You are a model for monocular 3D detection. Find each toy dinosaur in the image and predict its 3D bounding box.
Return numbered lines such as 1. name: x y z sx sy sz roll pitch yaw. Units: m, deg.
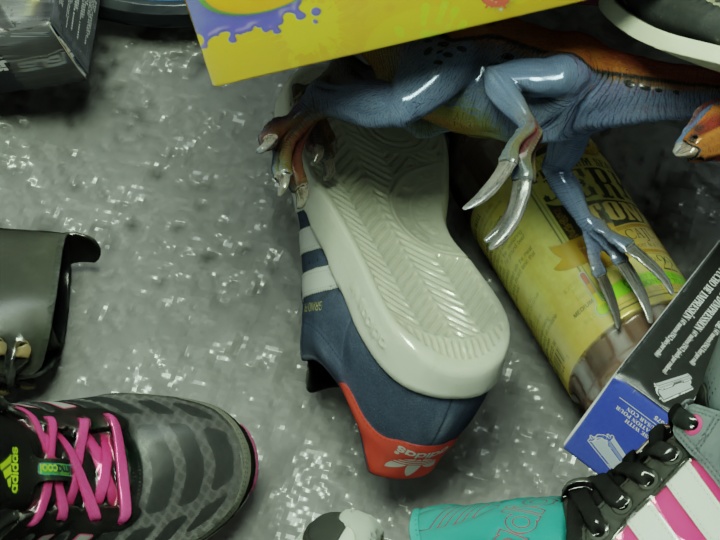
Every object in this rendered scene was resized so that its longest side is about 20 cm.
1. toy dinosaur: 0.055 -0.070 0.945 0.181 0.105 0.201 -17 88 16

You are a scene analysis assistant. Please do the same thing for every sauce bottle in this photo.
1. sauce bottle: 0.075 -0.025 1.060 0.065 0.065 0.200 -23 58 -12

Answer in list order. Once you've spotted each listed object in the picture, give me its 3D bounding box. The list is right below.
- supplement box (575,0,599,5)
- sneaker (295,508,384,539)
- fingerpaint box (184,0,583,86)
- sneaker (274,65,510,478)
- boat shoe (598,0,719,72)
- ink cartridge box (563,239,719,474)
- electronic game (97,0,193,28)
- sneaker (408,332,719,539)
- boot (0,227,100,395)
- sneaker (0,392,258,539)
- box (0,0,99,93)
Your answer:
1. supplement box: 0.075 -0.168 1.104 0.199 0.086 0.110 3 22 -6
2. sneaker: -0.064 0.157 0.936 0.087 0.076 0.200 23 59 19
3. fingerpaint box: 0.031 -0.160 0.946 0.199 0.074 0.167 -13 38 5
4. sneaker: 0.000 0.000 1.042 0.075 0.085 0.200 6 39 -18
5. boat shoe: 0.127 -0.118 0.960 0.072 0.068 0.200 14 21 -10
6. ink cartridge box: 0.159 0.031 0.968 0.094 0.044 0.200 37 40 7
7. electronic game: -0.078 -0.191 1.204 0.199 0.042 0.201 -2 54 3
8. sneaker: 0.078 0.080 0.849 0.120 0.084 0.201 13 84 9
9. boot: -0.188 0.050 1.027 0.138 0.078 0.201 7 57 4
10. sneaker: -0.128 0.078 0.964 0.199 0.087 0.074 -2 77 -19
11. box: -0.190 -0.168 1.163 0.161 0.049 0.201 -8 57 18
